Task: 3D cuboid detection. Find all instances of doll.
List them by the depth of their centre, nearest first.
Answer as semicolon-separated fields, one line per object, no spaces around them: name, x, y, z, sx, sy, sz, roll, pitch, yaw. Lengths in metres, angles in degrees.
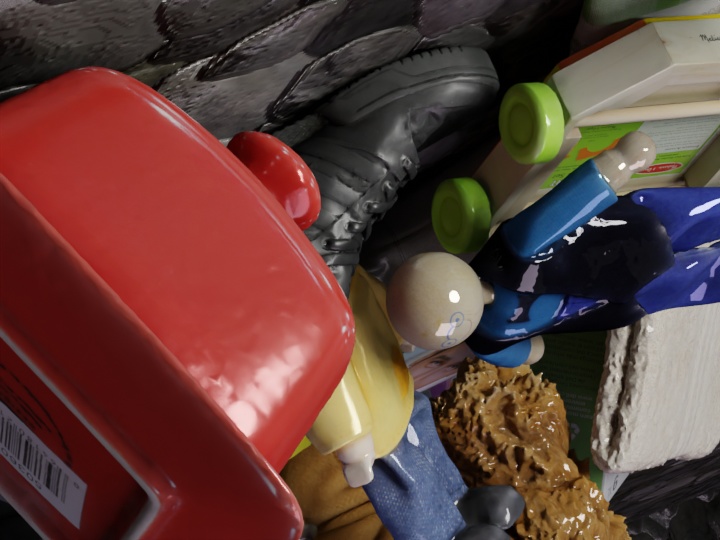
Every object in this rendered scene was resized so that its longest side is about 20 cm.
doll;0.100;-0.005;0.888;0.200;0.049;0.137;-10;143;-25

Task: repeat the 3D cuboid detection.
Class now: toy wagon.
toy wagon;0.105;-0.039;0.930;0.155;0.040;0.200;-7;152;-30

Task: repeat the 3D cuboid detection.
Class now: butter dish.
butter dish;-0.073;0.006;0.750;0.148;0.200;0.199;-43;176;-28

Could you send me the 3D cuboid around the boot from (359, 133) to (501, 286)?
boot;0.000;0.000;1.029;0.130;0.068;0.200;-6;157;-36

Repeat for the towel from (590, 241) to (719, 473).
towel;0.167;0.004;1.097;0.034;0.201;0.132;14;-172;31

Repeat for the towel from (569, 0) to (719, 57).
towel;0.159;-0.101;0.927;0.149;0.031;0.200;-23;161;-8

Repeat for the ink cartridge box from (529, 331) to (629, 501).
ink cartridge box;0.123;0.065;1.156;0.059;0.201;0.104;10;-161;19

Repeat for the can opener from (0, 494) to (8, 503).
can opener;-0.158;0.075;0.852;0.200;0.067;0.053;18;149;8

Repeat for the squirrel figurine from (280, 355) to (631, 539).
squirrel figurine;0.031;0.132;1.101;0.200;0.187;0.142;-38;136;2

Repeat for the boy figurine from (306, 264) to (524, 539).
boy figurine;0.004;0.041;0.958;0.064;0.200;0.124;-18;-163;23

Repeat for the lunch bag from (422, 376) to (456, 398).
lunch bag;0.090;0.075;1.423;0.160;0.077;0.200;-23;167;-6

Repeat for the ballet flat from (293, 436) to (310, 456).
ballet flat;-0.051;0.066;1.037;0.067;0.067;0.200;-17;173;-23

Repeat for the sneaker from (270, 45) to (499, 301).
sneaker;-0.021;-0.007;0.871;0.199;0.104;0.060;-24;166;3

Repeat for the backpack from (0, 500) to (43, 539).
backpack;-0.168;0.116;0.981;0.200;0.163;0.168;-23;170;-4

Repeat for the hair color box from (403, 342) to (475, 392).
hair color box;0.001;0.042;1.189;0.200;0.061;0.099;-27;166;12
